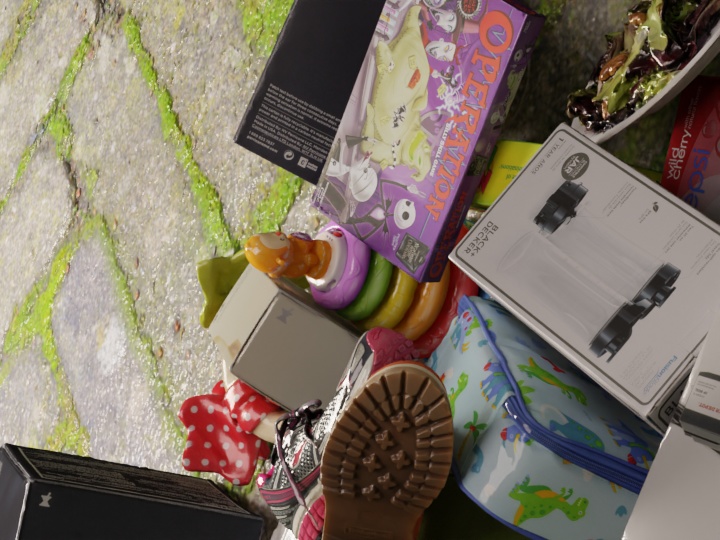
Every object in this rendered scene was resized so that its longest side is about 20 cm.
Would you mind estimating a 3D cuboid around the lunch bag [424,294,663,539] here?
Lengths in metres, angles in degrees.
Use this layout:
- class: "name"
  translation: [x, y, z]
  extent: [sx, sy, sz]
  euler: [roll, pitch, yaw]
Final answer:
- class: "lunch bag"
  translation: [0.129, 0.102, 1.216]
  extent: [0.083, 0.160, 0.200]
  euler: [-58, 20, 16]

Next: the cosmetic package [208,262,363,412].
- class: "cosmetic package"
  translation: [-0.049, 0.057, 1.454]
  extent: [0.071, 0.105, 0.200]
  euler: [-57, 9, 1]

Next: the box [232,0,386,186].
- class: "box"
  translation: [0.005, -0.174, 1.474]
  extent: [0.183, 0.104, 0.200]
  euler: [-63, -3, 19]

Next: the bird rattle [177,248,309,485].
- class: "bird rattle"
  translation: [-0.081, 0.084, 1.617]
  extent: [0.162, 0.112, 0.202]
  euler: [9, 90, 40]

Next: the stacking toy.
- class: "stacking toy"
  translation: [0.000, 0.000, 1.423]
  extent: [0.116, 0.199, 0.110]
  euler: [44, 115, 53]

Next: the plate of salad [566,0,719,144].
- class: "plate of salad"
  translation: [0.197, -0.162, 1.249]
  extent: [0.200, 0.048, 0.200]
  euler: [-48, 12, 13]

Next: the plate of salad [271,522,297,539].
- class: "plate of salad"
  translation: [-0.034, 0.192, 1.500]
  extent: [0.200, 0.048, 0.201]
  euler: [-159, 90, -87]

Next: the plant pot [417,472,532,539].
- class: "plant pot"
  translation: [0.073, 0.239, 1.276]
  extent: [0.199, 0.199, 0.191]
  euler: [-7, 61, 55]

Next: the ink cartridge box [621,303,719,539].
- class: "ink cartridge box"
  translation: [0.253, 0.090, 1.069]
  extent: [0.084, 0.144, 0.201]
  euler: [38, 112, 53]

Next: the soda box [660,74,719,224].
- class: "soda box"
  translation: [0.224, -0.017, 1.213]
  extent: [0.063, 0.070, 0.202]
  euler: [15, 93, 56]

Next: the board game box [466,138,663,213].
- class: "board game box"
  translation: [0.113, -0.062, 1.365]
  extent: [0.199, 0.101, 0.048]
  euler: [13, 91, 57]

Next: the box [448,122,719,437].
- class: "box"
  translation: [0.157, 0.008, 1.154]
  extent: [0.117, 0.060, 0.200]
  euler: [-50, 44, -1]

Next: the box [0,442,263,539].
- class: "box"
  translation: [-0.207, 0.232, 1.616]
  extent: [0.198, 0.198, 0.124]
  euler: [-172, 94, -73]

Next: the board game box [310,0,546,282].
- class: "board game box"
  translation: [0.043, -0.108, 1.335]
  extent: [0.120, 0.032, 0.201]
  euler: [33, 112, 32]

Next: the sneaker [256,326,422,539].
- class: "sneaker"
  translation: [-0.021, 0.112, 1.309]
  extent: [0.075, 0.080, 0.201]
  euler: [42, 132, 19]

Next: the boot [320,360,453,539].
- class: "boot"
  translation: [0.016, 0.112, 1.189]
  extent: [0.108, 0.074, 0.201]
  euler: [-74, -1, -48]
